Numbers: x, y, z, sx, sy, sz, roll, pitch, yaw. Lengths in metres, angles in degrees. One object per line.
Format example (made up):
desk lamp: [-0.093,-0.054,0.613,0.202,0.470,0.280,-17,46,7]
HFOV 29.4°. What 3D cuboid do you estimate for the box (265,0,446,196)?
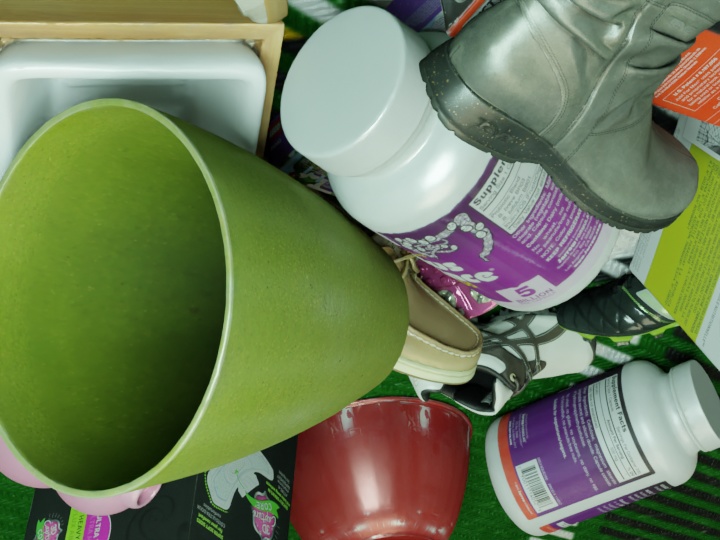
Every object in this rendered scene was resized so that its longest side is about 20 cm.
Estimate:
box: [0.053,-0.106,0.821,0.136,0.040,0.200,19,138,-36]

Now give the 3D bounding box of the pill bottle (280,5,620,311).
pill bottle: [0.051,-0.060,0.749,0.112,0.113,0.199,-29,142,29]

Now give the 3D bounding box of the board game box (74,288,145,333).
board game box: [-0.133,0.017,0.868,0.119,0.033,0.199,5,-178,40]

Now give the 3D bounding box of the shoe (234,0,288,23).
shoe: [-0.081,-0.190,0.624,0.053,0.070,0.201,-17,139,5]

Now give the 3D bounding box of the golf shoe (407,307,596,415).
golf shoe: [0.108,0.076,1.077,0.198,0.095,0.078,9,143,-30]

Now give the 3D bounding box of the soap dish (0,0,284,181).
soap dish: [-0.132,-0.082,0.768,0.155,0.082,0.201,-2,147,-13]

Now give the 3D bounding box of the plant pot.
plant pot: [-0.069,0.019,0.727,0.186,0.189,0.199,-32,158,31]

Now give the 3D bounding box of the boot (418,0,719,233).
boot: [0.135,-0.093,0.653,0.199,0.068,0.130,19,134,-40]

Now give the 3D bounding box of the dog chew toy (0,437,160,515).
dog chew toy: [-0.206,0.083,0.898,0.124,0.199,0.125,-42,157,-23]

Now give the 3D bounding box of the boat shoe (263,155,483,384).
boat shoe: [0.000,0.000,0.881,0.199,0.074,0.067,31,117,-5]

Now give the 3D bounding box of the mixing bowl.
mixing bowl: [0.015,0.208,1.247,0.197,0.110,0.201,-8,148,-5]

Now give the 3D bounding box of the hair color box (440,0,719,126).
hair color box: [0.131,-0.151,0.713,0.198,0.103,0.061,11,144,-31]

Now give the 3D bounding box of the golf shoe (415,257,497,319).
golf shoe: [0.043,0.005,0.968,0.198,0.076,0.091,-22,-178,27]

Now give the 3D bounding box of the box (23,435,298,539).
box: [-0.139,0.169,0.967,0.147,0.202,0.124,-16,138,24]

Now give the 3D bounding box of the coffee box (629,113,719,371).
coffee box: [0.307,-0.033,0.793,0.197,0.198,0.202,4,118,-21]

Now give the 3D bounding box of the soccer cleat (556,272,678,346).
soccer cleat: [0.240,0.007,1.038,0.198,0.068,0.082,-8,108,26]

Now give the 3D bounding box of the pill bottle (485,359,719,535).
pill bottle: [0.216,0.151,1.206,0.198,0.114,0.112,-26,145,24]
